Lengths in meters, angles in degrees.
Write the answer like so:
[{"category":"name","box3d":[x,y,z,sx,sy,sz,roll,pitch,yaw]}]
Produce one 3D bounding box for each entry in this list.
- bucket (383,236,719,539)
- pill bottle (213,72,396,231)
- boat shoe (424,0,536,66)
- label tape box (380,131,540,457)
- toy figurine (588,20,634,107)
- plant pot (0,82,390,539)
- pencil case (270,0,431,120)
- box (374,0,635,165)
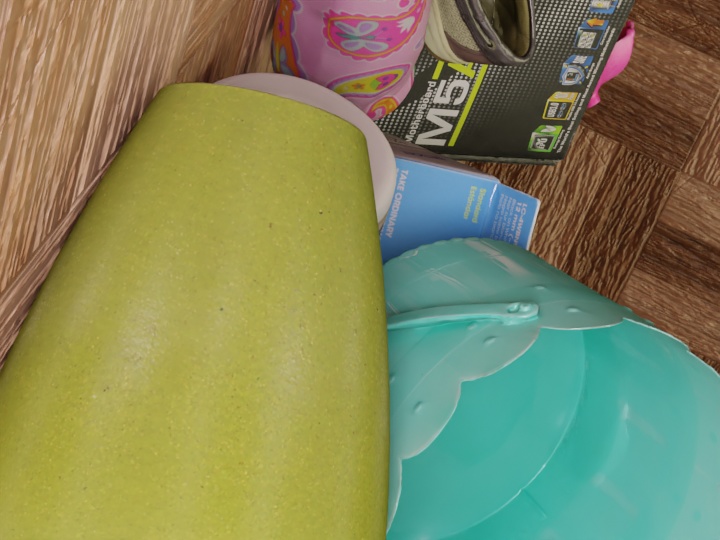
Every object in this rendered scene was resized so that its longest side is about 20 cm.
[{"category":"bucket","box3d":[0.065,0.091,0.944,0.135,0.206,0.208,42,-68,55]},{"category":"pill bottle","box3d":[-0.059,0.009,0.999,0.111,0.110,0.201,-60,173,-48]},{"category":"boat shoe","box3d":[0.057,-0.198,1.041,0.072,0.066,0.202,-41,132,-36]},{"category":"label tape box","box3d":[0.000,0.000,1.080,0.200,0.066,0.144,28,-74,54]},{"category":"toy figurine","box3d":[0.099,-0.190,1.295,0.150,0.183,0.201,-57,170,-59]},{"category":"plant pot","box3d":[-0.062,0.031,0.830,0.187,0.186,0.202,86,16,-80]},{"category":"pencil case","box3d":[0.005,-0.161,0.994,0.201,0.087,0.088,105,11,-55]},{"category":"box","box3d":[0.066,-0.156,1.173,0.048,0.192,0.201,60,-41,43]}]
